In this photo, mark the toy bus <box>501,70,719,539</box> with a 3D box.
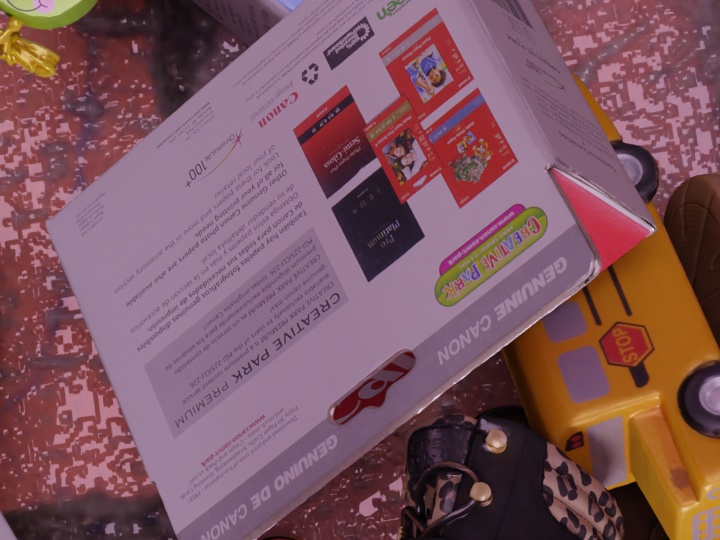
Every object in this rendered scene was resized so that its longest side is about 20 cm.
[{"bbox_3d":[0.093,0.016,1.011,0.078,0.065,0.201,-17,57,-4],"label":"toy bus"}]

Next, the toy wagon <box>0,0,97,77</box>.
[{"bbox_3d":[-0.092,-0.170,0.996,0.154,0.040,0.201,25,81,7],"label":"toy wagon"}]

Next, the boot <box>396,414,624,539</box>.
[{"bbox_3d":[0.017,0.120,0.905,0.199,0.073,0.151,29,51,-23],"label":"boot"}]

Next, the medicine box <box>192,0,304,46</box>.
[{"bbox_3d":[-0.037,-0.209,1.074,0.200,0.103,0.183,38,82,7],"label":"medicine box"}]

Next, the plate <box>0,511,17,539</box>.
[{"bbox_3d":[-0.235,0.105,0.950,0.198,0.032,0.201,-23,109,7],"label":"plate"}]

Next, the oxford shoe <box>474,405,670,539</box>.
[{"bbox_3d":[0.118,0.122,1.014,0.200,0.084,0.073,40,84,10],"label":"oxford shoe"}]

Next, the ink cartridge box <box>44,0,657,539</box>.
[{"bbox_3d":[0.000,0.000,0.978,0.200,0.084,0.176,-38,56,19],"label":"ink cartridge box"}]

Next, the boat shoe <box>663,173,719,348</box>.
[{"bbox_3d":[0.185,0.052,1.032,0.069,0.074,0.202,-13,84,-25],"label":"boat shoe"}]

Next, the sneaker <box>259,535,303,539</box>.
[{"bbox_3d":[0.001,0.194,0.999,0.070,0.090,0.201,-27,79,-4],"label":"sneaker"}]
